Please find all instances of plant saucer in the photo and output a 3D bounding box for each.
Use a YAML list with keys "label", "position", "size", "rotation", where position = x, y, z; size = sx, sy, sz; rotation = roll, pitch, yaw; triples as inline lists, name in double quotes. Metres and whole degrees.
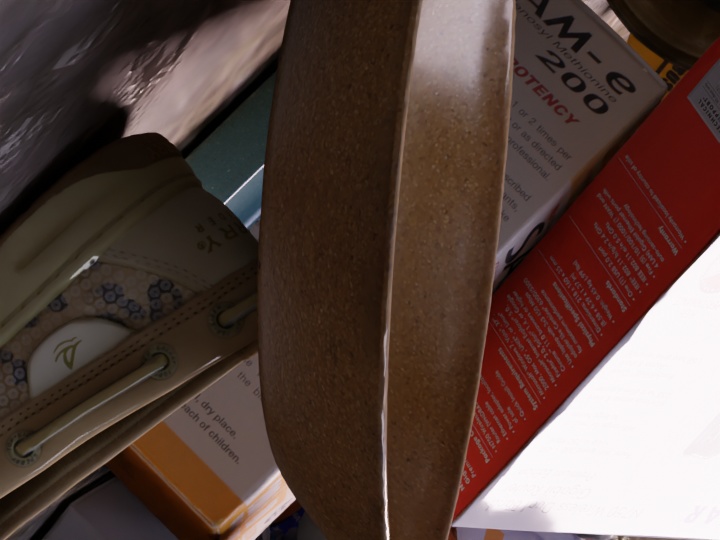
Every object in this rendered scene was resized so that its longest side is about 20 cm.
- label: "plant saucer"
  position: [0.011, -0.072, 0.725]
  size: [0.200, 0.019, 0.070]
  rotation: [-44, 172, -6]
- label: "plant saucer"
  position: [0.007, -0.020, 0.602]
  size: [0.200, 0.035, 0.201]
  rotation: [6, 90, -81]

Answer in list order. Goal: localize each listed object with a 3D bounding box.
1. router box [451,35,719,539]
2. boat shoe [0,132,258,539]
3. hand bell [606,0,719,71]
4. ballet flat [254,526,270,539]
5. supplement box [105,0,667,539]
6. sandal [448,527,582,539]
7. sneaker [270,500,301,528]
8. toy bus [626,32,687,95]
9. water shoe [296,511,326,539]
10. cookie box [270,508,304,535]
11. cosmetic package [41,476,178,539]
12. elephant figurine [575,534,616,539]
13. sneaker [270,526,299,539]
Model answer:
- label: "router box"
  position: [0.136, 0.015, 0.851]
  size: [0.200, 0.049, 0.180]
  rotation: [8, 131, -45]
- label: "boat shoe"
  position: [-0.100, 0.056, 0.623]
  size: [0.200, 0.063, 0.073]
  rotation: [-47, 172, 14]
- label: "hand bell"
  position: [0.131, -0.134, 0.886]
  size: [0.104, 0.104, 0.200]
  rotation: [-47, -175, 14]
- label: "ballet flat"
  position: [-0.062, 0.096, 0.935]
  size: [0.200, 0.057, 0.067]
  rotation: [-105, -166, -69]
- label: "supplement box"
  position: [0.000, 0.000, 0.825]
  size: [0.200, 0.074, 0.126]
  rotation: [-44, 173, -11]
- label: "sandal"
  position: [0.014, 0.099, 0.961]
  size: [0.079, 0.207, 0.059]
  rotation: [-22, -147, 52]
- label: "sneaker"
  position: [-0.025, 0.071, 1.121]
  size: [0.112, 0.078, 0.200]
  rotation: [-39, 160, -16]
- label: "toy bus"
  position: [0.181, -0.139, 1.042]
  size: [0.065, 0.078, 0.200]
  rotation: [-40, 171, -37]
- label: "water shoe"
  position: [0.047, 0.069, 1.076]
  size: [0.200, 0.071, 0.079]
  rotation: [-21, 120, -45]
- label: "cookie box"
  position: [0.003, 0.133, 1.275]
  size: [0.200, 0.075, 0.171]
  rotation: [-44, -156, -2]
- label: "cosmetic package"
  position: [-0.060, 0.185, 1.008]
  size: [0.113, 0.200, 0.081]
  rotation: [-51, 172, 24]
- label: "elephant figurine"
  position: [0.083, -0.008, 0.959]
  size: [0.155, 0.141, 0.200]
  rotation: [-33, 149, -36]
- label: "sneaker"
  position: [-0.060, 0.164, 1.087]
  size: [0.199, 0.083, 0.071]
  rotation: [-18, -173, 22]
